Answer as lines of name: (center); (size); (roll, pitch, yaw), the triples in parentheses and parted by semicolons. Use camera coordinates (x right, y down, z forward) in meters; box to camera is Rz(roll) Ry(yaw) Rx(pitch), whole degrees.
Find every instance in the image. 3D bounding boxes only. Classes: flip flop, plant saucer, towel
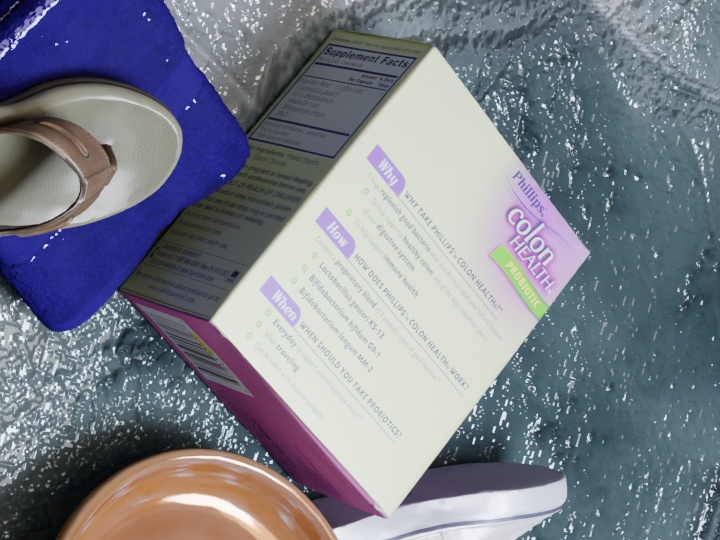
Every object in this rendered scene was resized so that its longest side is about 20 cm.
flip flop: (-0.160, -0.046, 1.125); (0.200, 0.058, 0.081); (0, 121, -50)
plant saucer: (-0.089, 0.197, 1.310); (0.200, 0.037, 0.201); (10, 71, -31)
towel: (-0.146, -0.073, 1.214); (0.148, 0.050, 0.200); (-45, 146, -11)

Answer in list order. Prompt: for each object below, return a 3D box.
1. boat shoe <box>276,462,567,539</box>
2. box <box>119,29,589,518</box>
boat shoe: (0.035, 0.162, 1.432); (0.200, 0.071, 0.070); (-12, 105, -32)
box: (0.000, 0.000, 1.355); (0.200, 0.097, 0.176); (-51, 125, -16)
